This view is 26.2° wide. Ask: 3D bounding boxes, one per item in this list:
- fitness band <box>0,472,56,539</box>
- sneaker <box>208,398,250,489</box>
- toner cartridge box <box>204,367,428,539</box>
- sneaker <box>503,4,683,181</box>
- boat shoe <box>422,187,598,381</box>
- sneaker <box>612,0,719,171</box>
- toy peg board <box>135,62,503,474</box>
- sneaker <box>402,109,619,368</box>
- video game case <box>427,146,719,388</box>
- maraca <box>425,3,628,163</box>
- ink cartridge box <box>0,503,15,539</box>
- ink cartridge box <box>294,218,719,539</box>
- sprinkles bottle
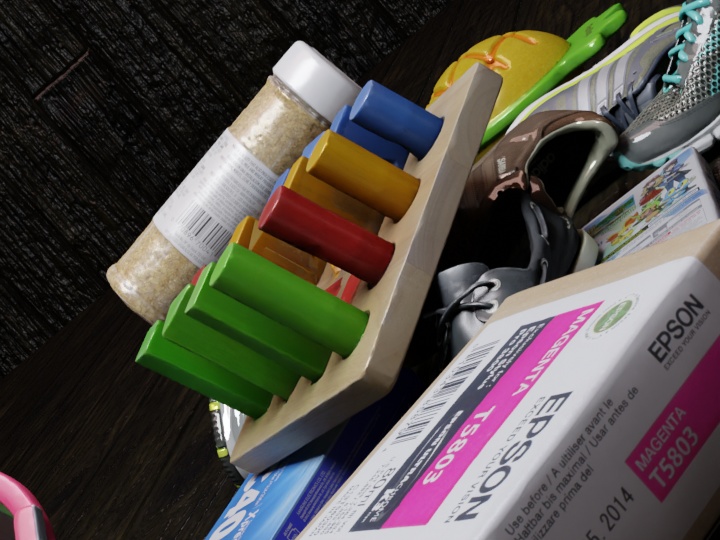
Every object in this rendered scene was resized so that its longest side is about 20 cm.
[{"bbox_3d":[-0.269,0.226,1.034,0.143,0.200,0.037,-15,-25,9],"label":"fitness band"},{"bbox_3d":[-0.065,0.049,1.047,0.076,0.200,0.075,-16,-22,7],"label":"sneaker"},{"bbox_3d":[-0.034,0.131,0.881,0.095,0.043,0.200,-33,13,36],"label":"toner cartridge box"},{"bbox_3d":[0.170,-0.105,1.036,0.200,0.074,0.081,-43,13,0],"label":"sneaker"},{"bbox_3d":[0.066,0.019,0.788,0.074,0.066,0.199,-31,15,41],"label":"boat shoe"},{"bbox_3d":[0.220,-0.144,0.948,0.200,0.091,0.078,-43,9,-4],"label":"sneaker"},{"bbox_3d":[-0.033,-0.014,0.861,0.200,0.098,0.199,-38,27,59],"label":"toy peg board"},{"bbox_3d":[0.078,-0.027,0.920,0.200,0.070,0.076,-51,16,-20],"label":"sneaker"},{"bbox_3d":[0.115,0.022,0.846,0.200,0.022,0.182,-39,10,17],"label":"video game case"},{"bbox_3d":[0.131,-0.143,1.232,0.200,0.107,0.137,-38,12,15],"label":"maraca"},{"bbox_3d":[-0.303,0.215,1.175,0.104,0.059,0.200,-44,-29,-7],"label":"ink cartridge box"},{"bbox_3d":[0.069,0.082,0.615,0.200,0.075,0.165,-47,10,-29],"label":"ink cartridge box"},{"bbox_3d":[-0.077,-0.052,0.995,0.200,0.068,0.068,-49,9,6],"label":"sprinkles bottle"}]
